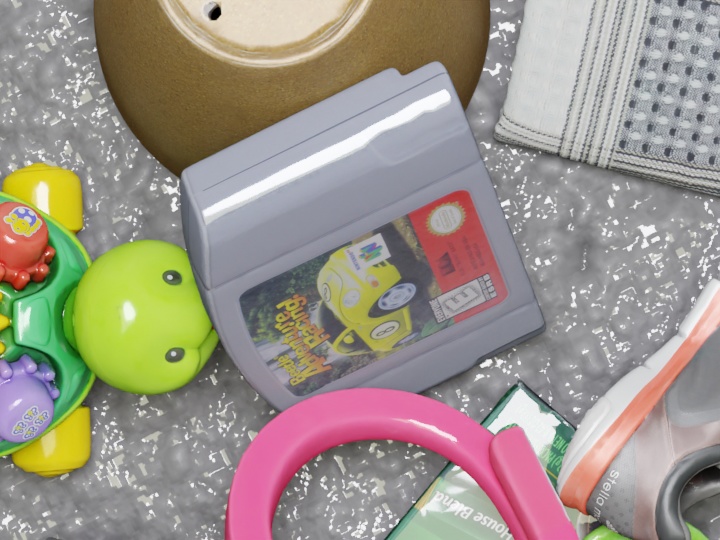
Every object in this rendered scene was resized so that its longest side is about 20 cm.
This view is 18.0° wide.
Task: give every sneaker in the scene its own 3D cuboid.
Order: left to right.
[{"bbox_3d":[0.176,0.051,0.998,0.082,0.077,0.200,38,74,24],"label":"sneaker"}]

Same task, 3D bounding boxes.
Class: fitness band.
[{"bbox_3d":[0.023,0.136,0.958,0.143,0.037,0.200,-16,58,-12],"label":"fitness band"}]

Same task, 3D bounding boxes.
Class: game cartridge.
[{"bbox_3d":[0.000,0.000,0.971,0.133,0.200,0.041,-23,56,3],"label":"game cartridge"}]

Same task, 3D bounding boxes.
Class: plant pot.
[{"bbox_3d":[-0.033,-0.120,0.966,0.186,0.200,0.187,0,90,1],"label":"plant pot"}]

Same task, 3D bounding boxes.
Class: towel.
[{"bbox_3d":[0.169,-0.116,0.993,0.192,0.035,0.200,14,125,1],"label":"towel"}]

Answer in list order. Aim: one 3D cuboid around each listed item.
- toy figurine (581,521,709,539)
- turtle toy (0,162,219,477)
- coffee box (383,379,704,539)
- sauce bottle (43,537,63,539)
[{"bbox_3d":[0.186,0.197,0.938,0.200,0.184,0.150,41,89,-15],"label":"toy figurine"},{"bbox_3d":[-0.160,0.023,1.015,0.199,0.101,0.146,-3,89,1],"label":"turtle toy"},{"bbox_3d":[0.054,0.165,1.036,0.123,0.044,0.200,41,90,2],"label":"coffee box"},{"bbox_3d":[-0.050,0.165,0.990,0.200,0.065,0.065,17,90,8],"label":"sauce bottle"}]
